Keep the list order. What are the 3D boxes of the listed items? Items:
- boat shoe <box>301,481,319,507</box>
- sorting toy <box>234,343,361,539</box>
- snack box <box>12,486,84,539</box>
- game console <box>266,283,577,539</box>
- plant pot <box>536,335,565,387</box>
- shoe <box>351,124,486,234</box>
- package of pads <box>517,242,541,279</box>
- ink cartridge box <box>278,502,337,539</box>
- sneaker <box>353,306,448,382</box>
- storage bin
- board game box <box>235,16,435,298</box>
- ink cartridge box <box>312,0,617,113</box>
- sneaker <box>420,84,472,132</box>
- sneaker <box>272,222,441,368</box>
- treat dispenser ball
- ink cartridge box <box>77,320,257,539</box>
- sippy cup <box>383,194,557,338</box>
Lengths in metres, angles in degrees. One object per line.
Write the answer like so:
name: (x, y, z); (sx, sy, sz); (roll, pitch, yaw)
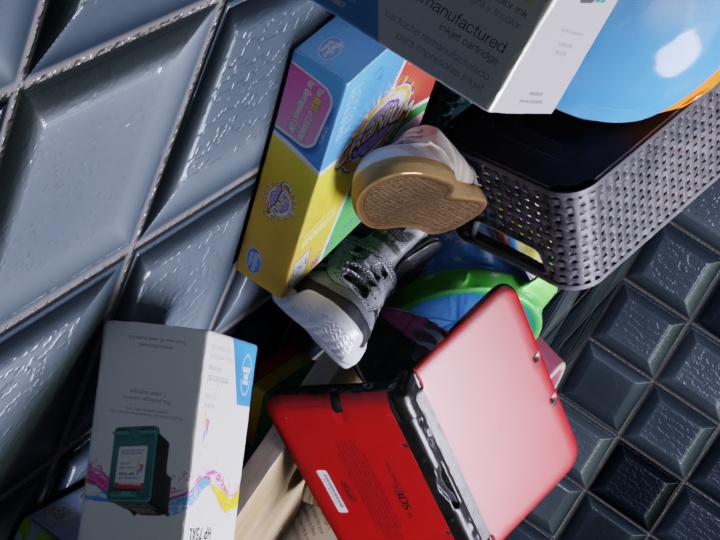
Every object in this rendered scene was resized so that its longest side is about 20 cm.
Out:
boat shoe: (0.028, 0.130, 1.379); (0.200, 0.069, 0.074); (-47, 164, -35)
sorting toy: (-0.080, 0.148, 1.346); (0.201, 0.069, 0.199); (-55, 167, -4)
snack box: (-0.197, 0.235, 1.131); (0.201, 0.068, 0.169); (-60, 166, 19)
game console: (0.050, 0.121, 1.260); (0.201, 0.171, 0.119); (65, 33, -37)
plant pot: (0.083, 0.089, 1.554); (0.200, 0.179, 0.200); (-51, 166, -18)
shoe: (0.034, -0.063, 1.126); (0.070, 0.054, 0.200); (-25, 169, 13)
package of pads: (0.189, -0.092, 1.532); (0.155, 0.068, 0.200); (-52, 166, -22)
ink cartridge box: (-0.034, 0.240, 1.459); (0.200, 0.084, 0.146); (-46, -145, 13)
sneaker: (0.059, 0.096, 1.325); (0.081, 0.200, 0.086); (-53, -152, -8)
storage bin: (0.171, -0.093, 1.248); (0.200, 0.135, 0.094); (-37, 137, -29)
board game box: (-0.006, -0.095, 1.088); (0.153, 0.040, 0.201); (-46, 163, -39)
ink cartridge box: (0.078, -0.207, 0.892); (0.201, 0.146, 0.146); (-60, 166, 14)
sneaker: (0.080, -0.132, 1.286); (0.080, 0.077, 0.201); (21, 95, -61)
sneaker: (0.000, 0.000, 1.184); (0.114, 0.075, 0.200); (-47, -175, 1)
treat dispenser ball: (0.177, -0.203, 1.147); (0.201, 0.200, 0.201); (-52, 166, -18)
ink cartridge box: (-0.117, 0.136, 1.000); (0.116, 0.067, 0.201); (30, 66, -77)
sippy cup: (0.074, -0.005, 1.358); (0.140, 0.176, 0.131); (96, -8, -58)
